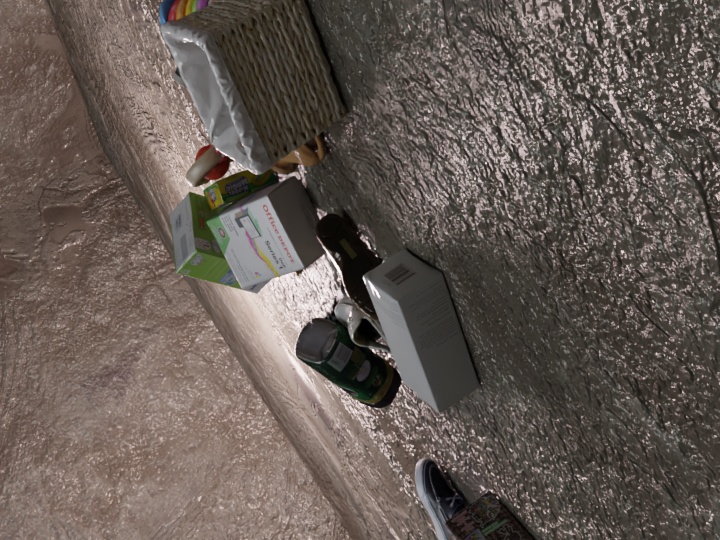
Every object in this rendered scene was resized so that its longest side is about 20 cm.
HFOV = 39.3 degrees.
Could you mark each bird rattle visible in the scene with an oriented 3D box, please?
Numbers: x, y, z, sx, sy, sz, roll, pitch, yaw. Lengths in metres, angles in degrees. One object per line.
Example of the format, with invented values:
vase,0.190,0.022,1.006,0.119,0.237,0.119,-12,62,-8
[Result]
bird rattle,-0.244,-0.205,1.807,0.113,0.163,0.200,46,-173,-10

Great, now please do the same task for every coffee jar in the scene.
coffee jar,-0.018,0.165,1.769,0.103,0.086,0.200,14,160,47

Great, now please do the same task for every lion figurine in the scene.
lion figurine,-0.103,-0.192,1.552,0.199,0.072,0.124,26,151,57

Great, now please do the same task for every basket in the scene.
basket,-0.145,-0.267,1.377,0.198,0.159,0.203,33,149,58

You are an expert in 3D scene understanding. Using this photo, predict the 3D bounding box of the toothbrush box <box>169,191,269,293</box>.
toothbrush box,-0.276,-0.054,2.039,0.086,0.197,0.148,-41,49,37

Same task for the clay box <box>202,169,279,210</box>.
clay box,-0.228,-0.161,1.920,0.048,0.113,0.200,69,163,-4

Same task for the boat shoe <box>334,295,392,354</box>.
boat shoe,0.009,0.089,1.637,0.199,0.069,0.072,16,129,53

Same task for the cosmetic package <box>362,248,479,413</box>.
cosmetic package,0.087,0.087,1.430,0.113,0.080,0.202,37,153,56

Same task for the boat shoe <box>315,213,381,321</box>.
boat shoe,0.000,0.000,1.600,0.202,0.071,0.076,61,-179,25

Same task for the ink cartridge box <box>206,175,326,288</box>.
ink cartridge box,-0.165,-0.066,1.807,0.198,0.084,0.147,-16,106,47

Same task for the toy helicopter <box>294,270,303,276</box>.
toy helicopter,-0.169,-0.057,2.010,0.132,0.079,0.201,39,167,38

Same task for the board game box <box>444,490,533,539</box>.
board game box,0.240,0.493,1.638,0.200,0.096,0.161,45,159,45

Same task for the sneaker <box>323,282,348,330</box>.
sneaker,-0.028,0.086,1.791,0.074,0.081,0.201,55,163,25

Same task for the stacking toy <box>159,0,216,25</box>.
stacking toy,-0.223,-0.393,1.551,0.199,0.109,0.118,-2,116,61

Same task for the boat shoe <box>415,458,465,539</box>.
boat shoe,0.164,0.440,1.858,0.067,0.071,0.204,-27,77,42

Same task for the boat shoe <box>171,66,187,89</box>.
boat shoe,-0.280,-0.367,1.776,0.072,0.063,0.201,29,-160,-9
